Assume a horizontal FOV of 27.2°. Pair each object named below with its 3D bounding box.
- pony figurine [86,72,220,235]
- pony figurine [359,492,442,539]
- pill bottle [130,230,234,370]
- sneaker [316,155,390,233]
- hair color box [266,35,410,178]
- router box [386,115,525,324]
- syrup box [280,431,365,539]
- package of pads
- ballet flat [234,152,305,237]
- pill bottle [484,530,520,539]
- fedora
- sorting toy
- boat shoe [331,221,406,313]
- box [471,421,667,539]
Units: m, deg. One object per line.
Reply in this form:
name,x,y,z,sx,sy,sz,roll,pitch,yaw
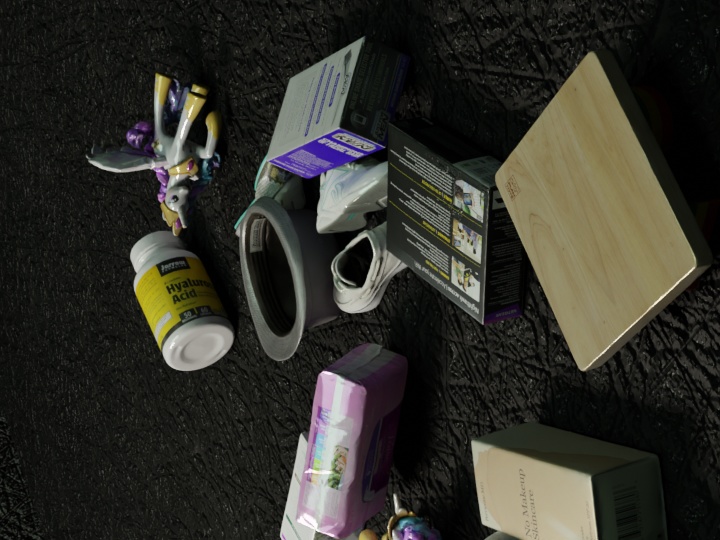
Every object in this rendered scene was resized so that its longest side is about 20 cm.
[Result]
pony figurine,-0.272,-0.170,2.096,0.193,0.166,0.201,33,113,48
pony figurine,0.048,0.361,1.682,0.200,0.166,0.194,108,153,-71
pill bottle,-0.271,0.041,2.207,0.200,0.111,0.111,60,148,32
sneaker,-0.005,-0.100,1.670,0.200,0.070,0.081,-26,70,62
hair color box,-0.027,-0.176,1.643,0.200,0.065,0.110,-15,57,65
router box,0.094,-0.055,1.509,0.200,0.051,0.150,40,136,52
syrup box,-0.040,0.291,1.881,0.082,0.078,0.200,55,145,39
package of pads,-0.009,0.193,1.704,0.075,0.120,0.201,18,111,24
ballet flat,-0.104,-0.090,1.892,0.072,0.072,0.200,67,151,23
pill bottle,0.170,0.361,1.453,0.112,0.112,0.201,29,126,57
fedora,-0.076,0.004,1.828,0.177,0.090,0.201,-36,68,61
sorting toy,0.217,-0.050,1.247,0.201,0.069,0.199,68,152,21
boat shoe,0.000,0.000,1.701,0.200,0.066,0.072,-39,66,61
box,0.191,0.207,1.387,0.200,0.077,0.095,4,104,63
